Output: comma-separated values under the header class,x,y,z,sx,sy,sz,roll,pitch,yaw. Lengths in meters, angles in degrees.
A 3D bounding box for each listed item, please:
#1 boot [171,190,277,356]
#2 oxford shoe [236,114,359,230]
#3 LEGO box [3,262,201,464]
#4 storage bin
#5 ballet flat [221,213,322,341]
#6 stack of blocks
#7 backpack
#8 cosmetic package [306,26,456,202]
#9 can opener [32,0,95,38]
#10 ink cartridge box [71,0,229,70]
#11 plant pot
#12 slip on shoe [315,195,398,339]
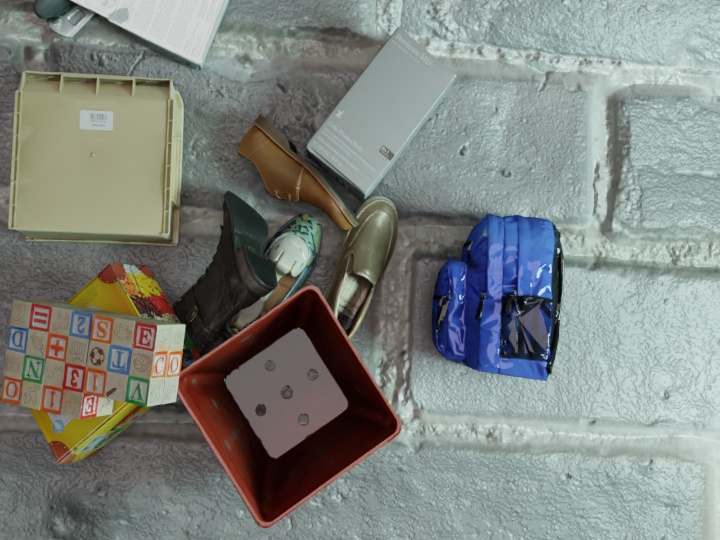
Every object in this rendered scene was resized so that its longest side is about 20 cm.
class,x,y,z,sx,sy,sz,roll,pitch,yaw
boot,-0.192,0.011,1.108,0.174,0.202,0.069,-40,131,21
oxford shoe,-0.082,-0.112,1.134,0.200,0.071,0.071,43,92,16
LEGO box,-0.312,0.111,1.053,0.199,0.077,0.150,-38,77,14
storage bin,-0.331,-0.139,1.103,0.195,0.094,0.204,2,86,-5
ballet flat,-0.112,0.014,1.129,0.073,0.074,0.202,32,84,-3
stack of blocks,-0.301,0.104,0.976,0.196,0.058,0.118,7,90,20
backpack,0.177,0.028,1.111,0.164,0.163,0.205,8,87,-2
cosmetic package,0.026,-0.203,1.146,0.106,0.090,0.202,36,87,0
can opener,-0.336,-0.386,1.133,0.053,0.066,0.200,43,79,-2
ink cartridge box,-0.268,-0.379,1.132,0.197,0.050,0.164,23,85,-12
plant pot,-0.089,0.158,1.069,0.198,0.176,0.202,-33,90,-6
slip on shoe,0.000,0.000,1.134,0.075,0.060,0.203,30,86,-24
